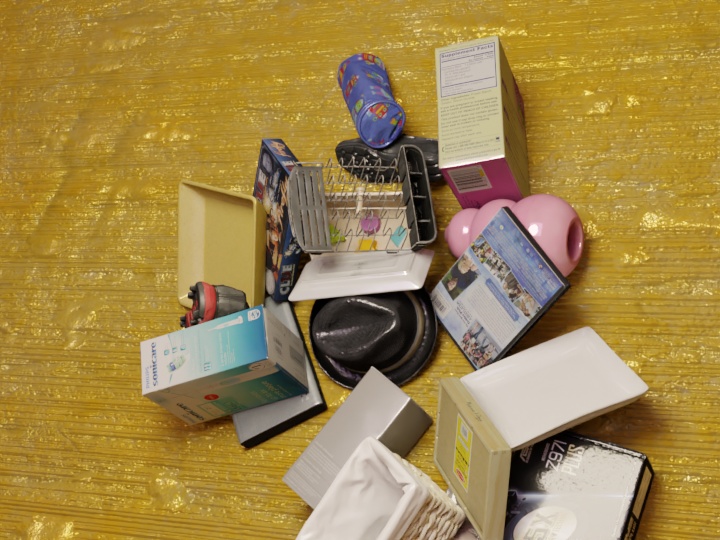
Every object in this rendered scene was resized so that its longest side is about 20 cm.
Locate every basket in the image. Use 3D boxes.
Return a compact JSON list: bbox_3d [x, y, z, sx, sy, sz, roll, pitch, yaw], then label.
[{"bbox_3d":[0.024,0.340,1.479,0.201,0.123,0.135,-57,38,3],"label":"basket"}]

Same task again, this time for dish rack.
[{"bbox_3d":[-0.002,-0.095,1.602,0.197,0.055,0.155,-1,65,-15],"label":"dish rack"}]

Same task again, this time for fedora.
[{"bbox_3d":[0.005,0.081,1.628,0.198,0.091,0.204,-1,88,22],"label":"fedora"}]

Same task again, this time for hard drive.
[{"bbox_3d":[-0.142,0.145,1.724,0.138,0.033,0.202,-27,59,9],"label":"hard drive"}]

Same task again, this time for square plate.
[{"bbox_3d":[0.246,0.155,1.492,0.198,0.029,0.198,-22,23,-4],"label":"square plate"}]

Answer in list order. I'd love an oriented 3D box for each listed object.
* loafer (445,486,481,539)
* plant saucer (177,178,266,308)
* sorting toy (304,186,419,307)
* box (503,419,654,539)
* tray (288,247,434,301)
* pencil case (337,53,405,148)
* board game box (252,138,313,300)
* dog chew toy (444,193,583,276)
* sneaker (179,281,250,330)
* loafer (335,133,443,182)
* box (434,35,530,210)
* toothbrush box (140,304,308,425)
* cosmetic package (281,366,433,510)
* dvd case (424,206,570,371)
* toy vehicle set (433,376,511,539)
[{"bbox_3d":[0.133,0.368,1.488,0.071,0.063,0.202,-9,64,18],"label":"loafer"},{"bbox_3d":[-0.205,-0.029,1.763,0.199,0.048,0.203,16,108,45],"label":"plant saucer"},{"bbox_3d":[0.004,-0.031,1.715,0.197,0.107,0.183,1,76,18],"label":"sorting toy"},{"bbox_3d":[0.260,0.312,1.448,0.162,0.086,0.202,14,72,28],"label":"box"},{"bbox_3d":[0.000,0.000,1.627,0.197,0.022,0.108,-6,29,18],"label":"tray"},{"bbox_3d":[0.018,-0.266,1.790,0.078,0.086,0.201,-55,27,23],"label":"pencil case"},{"bbox_3d":[-0.125,-0.077,1.726,0.034,0.202,0.136,-4,34,-27],"label":"board game box"},{"bbox_3d":[0.210,-0.047,1.621,0.198,0.124,0.126,5,68,33],"label":"dog chew toy"},{"bbox_3d":[-0.213,0.079,1.695,0.097,0.201,0.072,-1,63,-19],"label":"sneaker"},{"bbox_3d":[0.053,-0.177,1.782,0.198,0.069,0.071,8,39,31],"label":"loafer"},{"bbox_3d":[0.178,-0.199,1.668,0.095,0.176,0.202,-8,64,18],"label":"box"},{"bbox_3d":[-0.194,0.138,1.644,0.198,0.147,0.086,-16,61,15],"label":"toothbrush box"},{"bbox_3d":[-0.002,0.244,1.578,0.090,0.107,0.201,33,80,32],"label":"cosmetic package"},{"bbox_3d":[0.183,0.032,1.574,0.143,0.017,0.200,53,127,21],"label":"dvd case"},{"bbox_3d":[0.139,0.236,1.467,0.026,0.126,0.200,-2,21,-15],"label":"toy vehicle set"}]
